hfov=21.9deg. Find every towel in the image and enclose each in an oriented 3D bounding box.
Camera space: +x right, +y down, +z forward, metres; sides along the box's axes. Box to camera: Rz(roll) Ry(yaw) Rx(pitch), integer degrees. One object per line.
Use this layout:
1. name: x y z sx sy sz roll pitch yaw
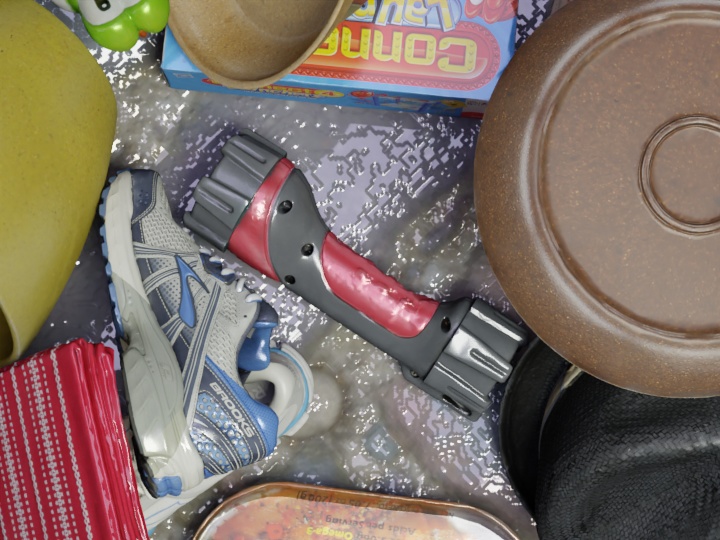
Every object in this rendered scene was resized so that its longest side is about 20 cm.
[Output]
1. towel: -0.173 0.122 0.972 0.022 0.199 0.146 -8 82 -40

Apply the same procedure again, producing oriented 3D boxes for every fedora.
1. fedora: 0.157 0.105 0.964 0.199 0.092 0.202 10 122 16

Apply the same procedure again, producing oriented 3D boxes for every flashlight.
1. flashlight: 0.000 0.000 1.032 0.199 0.068 0.068 32 75 3

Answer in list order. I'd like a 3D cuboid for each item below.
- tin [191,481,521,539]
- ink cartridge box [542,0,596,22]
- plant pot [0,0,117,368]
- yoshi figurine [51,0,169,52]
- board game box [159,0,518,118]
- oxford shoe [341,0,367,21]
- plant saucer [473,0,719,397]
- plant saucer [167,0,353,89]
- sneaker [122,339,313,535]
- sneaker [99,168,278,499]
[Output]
1. tin: 0.001 0.179 1.030 0.198 0.042 0.113 8 81 0
2. ink cartridge box: 0.133 -0.086 0.974 0.084 0.200 0.146 12 85 1
3. plant pot: -0.212 -0.066 0.989 0.200 0.200 0.142 40 64 3
4. yoshi figurine: -0.166 -0.209 0.999 0.113 0.112 0.200 -52 59 30
5. board game box: -0.005 -0.195 1.055 0.198 0.056 0.197 5 84 0
6. oxford shoe: 0.015 -0.216 0.962 0.074 0.071 0.200 48 114 9
7. plant saucer: 0.152 -0.042 0.856 0.199 0.034 0.202 0 85 -4
8. plant saucer: -0.044 -0.194 0.954 0.035 0.200 0.202 -2 83 -38
9. sneaker: -0.115 0.103 1.012 0.200 0.087 0.075 -37 88 -2
10. sneaker: -0.088 0.027 0.978 0.085 0.077 0.201 -10 55 -8
